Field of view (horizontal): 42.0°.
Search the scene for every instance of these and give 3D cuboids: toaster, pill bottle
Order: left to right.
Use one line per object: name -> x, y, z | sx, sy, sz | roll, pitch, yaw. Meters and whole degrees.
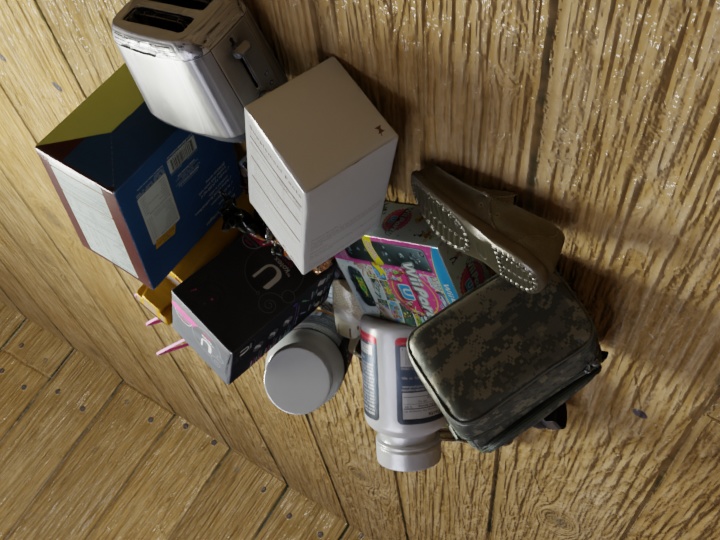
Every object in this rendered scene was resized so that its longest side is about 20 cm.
toaster -> -0.179, -0.229, 1.008 | 0.198, 0.114, 0.130 | 22, 151, 35
pill bottle -> -0.075, 0.132, 1.361 | 0.116, 0.117, 0.200 | 35, -168, -1
pill bottle -> 0.061, 0.155, 1.254 | 0.118, 0.118, 0.204 | 11, 109, 45

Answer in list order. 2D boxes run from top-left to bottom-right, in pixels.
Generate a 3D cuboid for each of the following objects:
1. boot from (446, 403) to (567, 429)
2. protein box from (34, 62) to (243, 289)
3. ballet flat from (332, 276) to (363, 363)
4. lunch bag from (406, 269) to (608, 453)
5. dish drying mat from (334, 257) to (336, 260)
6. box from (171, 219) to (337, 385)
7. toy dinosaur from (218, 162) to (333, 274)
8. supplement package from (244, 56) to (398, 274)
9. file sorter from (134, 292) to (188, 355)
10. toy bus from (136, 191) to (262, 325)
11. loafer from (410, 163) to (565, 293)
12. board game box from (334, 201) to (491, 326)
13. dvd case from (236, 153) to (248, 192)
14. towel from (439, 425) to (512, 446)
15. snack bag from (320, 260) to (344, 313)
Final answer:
boot -> 0.174, 0.175, 1.278 | 0.172, 0.070, 0.201 | -11, 136, 30
protein box -> -0.271, -0.128, 1.200 | 0.134, 0.199, 0.201 | 28, 152, 20
ballet flat -> -0.001, 0.082, 1.340 | 0.067, 0.063, 0.201 | 20, 158, 30
lunch bag -> 0.170, 0.103, 1.045 | 0.140, 0.198, 0.168 | 55, 179, 30
dish drying mat -> 0.000, 0.000, 1.327 | 0.077, 0.018, 0.199 | 43, 157, -19
box -> -0.144, 0.033, 1.270 | 0.122, 0.200, 0.107 | 42, 152, 13
toy dinosaur -> -0.111, -0.063, 1.202 | 0.198, 0.103, 0.135 | 15, 163, 43
supplement package -> -0.046, -0.107, 1.010 | 0.118, 0.116, 0.201 | 53, 162, 16
file sorter -> -0.265, 0.008, 1.413 | 0.138, 0.125, 0.203 | -25, 84, 36
toy bus -> -0.222, -0.022, 1.300 | 0.065, 0.200, 0.079 | 37, 155, 11
loafer -> 0.131, -0.052, 0.975 | 0.200, 0.067, 0.077 | 41, 161, 31
board game box -> 0.061, -0.005, 1.142 | 0.198, 0.064, 0.149 | 10, 138, 44
dvd case -> -0.112, -0.103, 1.283 | 0.142, 0.018, 0.199 | 41, 157, -14
towel -> 0.136, 0.250, 1.508 | 0.198, 0.035, 0.132 | 13, 176, -39
snack bag -> -0.026, 0.041, 1.409 | 0.200, 0.022, 0.187 | 43, 159, -30
